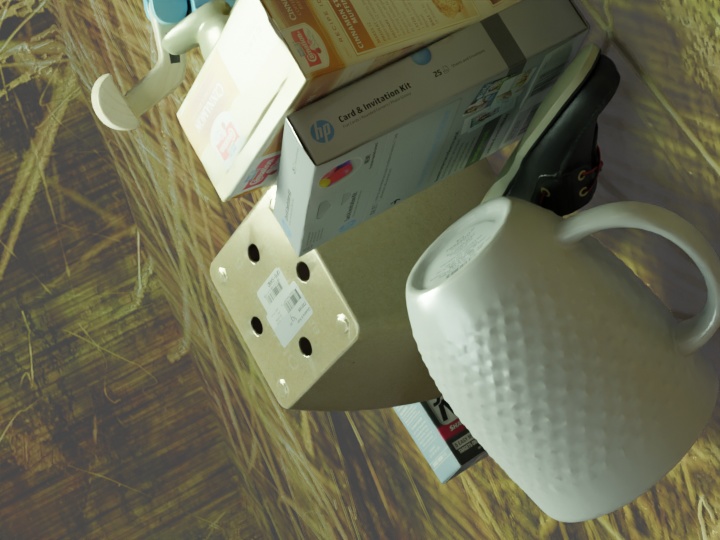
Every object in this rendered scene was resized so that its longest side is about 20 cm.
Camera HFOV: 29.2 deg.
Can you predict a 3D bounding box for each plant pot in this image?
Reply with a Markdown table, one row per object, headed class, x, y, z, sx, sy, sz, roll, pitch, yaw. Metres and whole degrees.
| class | x | y | z | sx | sy | sz | roll | pitch | yaw |
| --- | --- | --- | --- | --- | --- | --- | --- | --- | --- |
| plant pot | 0.000 | 0.000 | 1.104 | 0.201 | 0.176 | 0.200 | 60 | 139 | 15 |

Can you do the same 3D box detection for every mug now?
| class | x | y | z | sx | sy | sz | roll | pitch | yaw |
| --- | --- | --- | --- | --- | --- | --- | --- | --- | --- |
| mug | 0.135 | 0.034 | 0.868 | 0.175 | 0.199 | 0.148 | 47 | -148 | -15 |

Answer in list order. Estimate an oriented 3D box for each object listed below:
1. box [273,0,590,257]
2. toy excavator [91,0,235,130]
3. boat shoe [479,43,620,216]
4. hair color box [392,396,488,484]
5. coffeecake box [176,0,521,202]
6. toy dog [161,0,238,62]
| class | x | y | z | sx | sy | sz | roll | pitch | yaw |
| --- | --- | --- | --- | --- | --- | --- | --- | --- | --- |
| box | 0.040 | -0.094 | 0.899 | 0.041 | 0.199 | 0.156 | 57 | 165 | 13 |
| toy excavator | -0.177 | -0.249 | 1.352 | 0.100 | 0.192 | 0.203 | -169 | 68 | -69 |
| boat shoe | 0.131 | -0.075 | 0.900 | 0.063 | 0.074 | 0.202 | 33 | 152 | 5 |
| hair color box | 0.066 | 0.078 | 1.257 | 0.201 | 0.098 | 0.061 | 56 | 156 | 13 |
| coffeecake box | -0.001 | -0.137 | 0.900 | 0.074 | 0.199 | 0.154 | 59 | 146 | 11 |
| toy dog | -0.053 | -0.167 | 1.272 | 0.193 | 0.139 | 0.202 | -31 | 83 | 33 |
